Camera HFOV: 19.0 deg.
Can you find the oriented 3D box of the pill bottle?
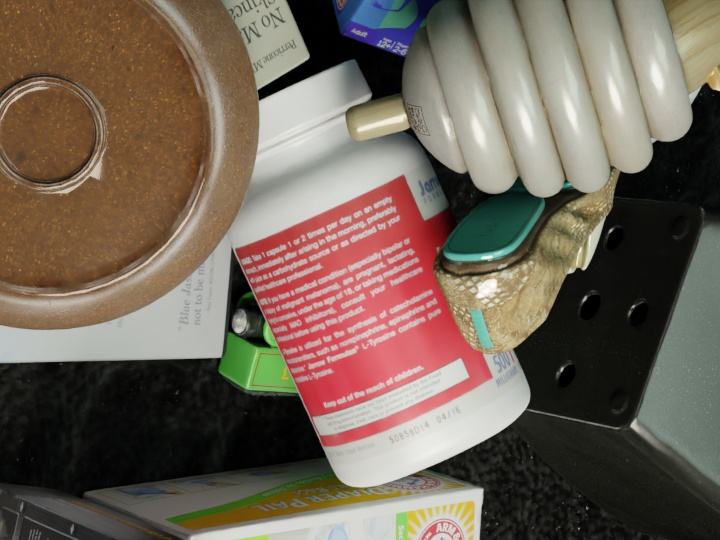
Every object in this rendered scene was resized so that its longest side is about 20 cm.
[{"bbox_3d":[0.000,0.000,1.108,0.112,0.112,0.201,-27,95,-33],"label":"pill bottle"}]

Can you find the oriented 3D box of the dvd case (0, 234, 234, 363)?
[{"bbox_3d":[-0.146,-0.025,1.087,0.199,0.018,0.143,0,98,-39],"label":"dvd case"}]

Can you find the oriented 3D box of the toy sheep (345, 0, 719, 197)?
[{"bbox_3d":[0.090,-0.098,1.044,0.199,0.138,0.138,-21,116,7],"label":"toy sheep"}]

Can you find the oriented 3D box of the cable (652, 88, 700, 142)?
[{"bbox_3d":[0.132,-0.164,1.260,0.199,0.069,0.201,7,93,-40],"label":"cable"}]

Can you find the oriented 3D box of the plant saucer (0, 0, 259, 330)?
[{"bbox_3d":[-0.145,-0.065,0.995,0.199,0.034,0.201,-2,105,-7],"label":"plant saucer"}]

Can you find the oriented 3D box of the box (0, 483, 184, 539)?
[{"bbox_3d":[-0.145,0.216,1.036,0.048,0.158,0.201,13,88,-38],"label":"box"}]

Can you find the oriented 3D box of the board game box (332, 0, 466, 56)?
[{"bbox_3d":[0.098,-0.182,1.096,0.152,0.045,0.200,16,128,-26],"label":"board game box"}]

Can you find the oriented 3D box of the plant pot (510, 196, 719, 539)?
[{"bbox_3d":[0.195,0.051,1.278,0.177,0.200,0.200,26,81,-32],"label":"plant pot"}]

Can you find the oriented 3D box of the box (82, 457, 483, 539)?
[{"bbox_3d":[-0.040,0.169,1.152,0.199,0.101,0.113,-3,100,-39],"label":"box"}]

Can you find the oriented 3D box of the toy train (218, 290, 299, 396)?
[{"bbox_3d":[0.006,0.048,1.212,0.199,0.042,0.057,7,102,-40],"label":"toy train"}]

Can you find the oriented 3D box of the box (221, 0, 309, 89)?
[{"bbox_3d":[-0.107,-0.173,1.041,0.082,0.068,0.201,-37,109,-35],"label":"box"}]

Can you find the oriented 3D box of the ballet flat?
[{"bbox_3d":[0.088,-0.018,1.098,0.200,0.070,0.066,-45,131,-53],"label":"ballet flat"}]
